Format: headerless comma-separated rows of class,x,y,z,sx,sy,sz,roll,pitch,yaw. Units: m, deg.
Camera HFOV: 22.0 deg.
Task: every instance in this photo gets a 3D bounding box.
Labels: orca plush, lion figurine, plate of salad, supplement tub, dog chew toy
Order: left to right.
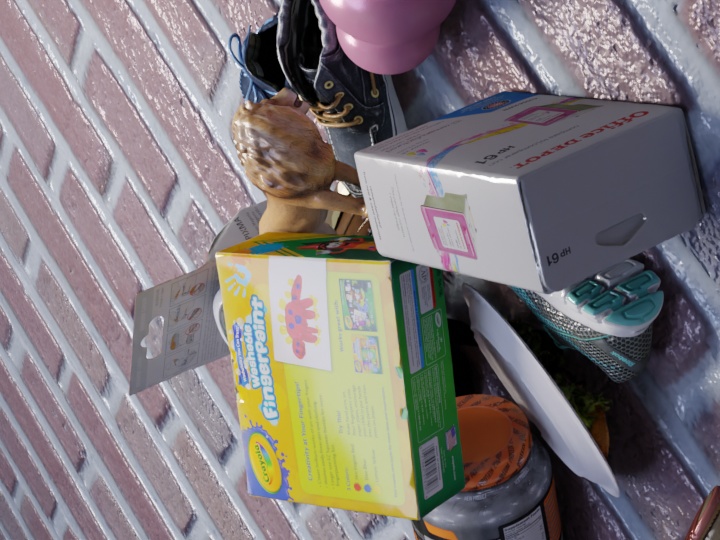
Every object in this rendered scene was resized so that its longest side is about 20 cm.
lion figurine,-0.048,-0.051,1.467,0.122,0.073,0.201,14,138,3
dog chew toy,0.019,-0.220,1.331,0.125,0.124,0.201,47,156,30
orca plush,0.072,0.077,1.539,0.071,0.105,0.201,-17,112,23
supplement tub,0.103,0.208,1.518,0.122,0.122,0.201,32,143,46
plate of salad,0.144,0.086,1.416,0.200,0.048,0.200,54,177,4

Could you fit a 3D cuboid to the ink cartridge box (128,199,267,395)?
ink cartridge box,-0.128,0.018,1.695,0.057,0.199,0.163,58,154,30

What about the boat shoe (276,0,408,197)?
boat shoe,-0.019,-0.138,1.456,0.071,0.091,0.201,7,114,36

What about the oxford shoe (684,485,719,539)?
oxford shoe,0.266,0.242,1.361,0.074,0.071,0.201,18,132,20

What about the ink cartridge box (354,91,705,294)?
ink cartridge box,0.113,-0.058,1.266,0.200,0.144,0.085,16,125,56

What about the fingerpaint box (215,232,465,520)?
fingerpaint box,-0.015,0.076,1.418,0.166,0.073,0.201,2,107,35

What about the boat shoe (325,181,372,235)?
boat shoe,0.000,0.000,1.595,0.068,0.072,0.201,49,149,29

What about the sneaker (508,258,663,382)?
sneaker,0.142,0.015,1.361,0.200,0.077,0.092,42,153,44

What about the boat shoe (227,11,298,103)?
boat shoe,-0.074,-0.188,1.570,0.084,0.068,0.200,59,153,11

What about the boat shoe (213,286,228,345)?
boat shoe,-0.075,0.054,1.694,0.200,0.073,0.067,46,-168,-45
